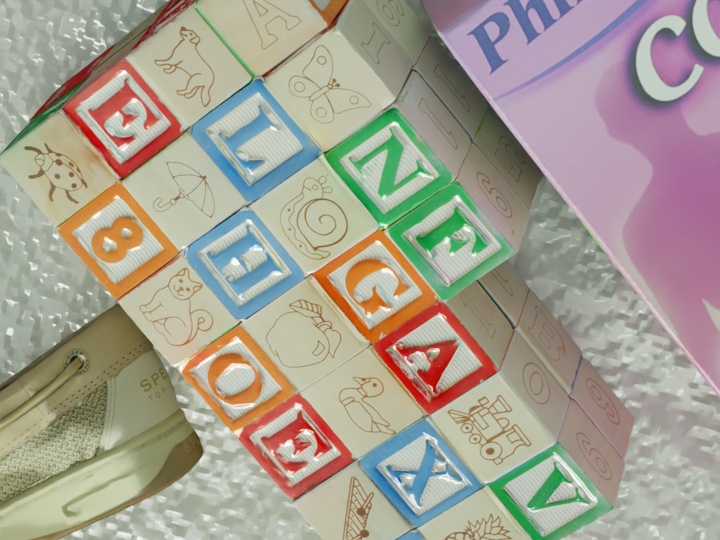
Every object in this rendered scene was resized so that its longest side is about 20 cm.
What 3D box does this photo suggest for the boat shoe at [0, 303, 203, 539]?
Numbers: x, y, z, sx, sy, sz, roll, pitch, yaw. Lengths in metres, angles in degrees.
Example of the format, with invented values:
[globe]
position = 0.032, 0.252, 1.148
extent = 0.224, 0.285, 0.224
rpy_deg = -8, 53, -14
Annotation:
[boat shoe]
position = -0.152, 0.074, 0.793
extent = 0.199, 0.071, 0.065
rpy_deg = -25, 97, -5

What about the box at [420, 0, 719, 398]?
[box]
position = 0.147, -0.056, 0.757
extent = 0.176, 0.097, 0.200
rpy_deg = -38, 101, 6

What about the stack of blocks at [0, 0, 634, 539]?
[stack of blocks]
position = 0.000, 0.000, 0.766
extent = 0.115, 0.059, 0.200
rpy_deg = -33, 103, 26
